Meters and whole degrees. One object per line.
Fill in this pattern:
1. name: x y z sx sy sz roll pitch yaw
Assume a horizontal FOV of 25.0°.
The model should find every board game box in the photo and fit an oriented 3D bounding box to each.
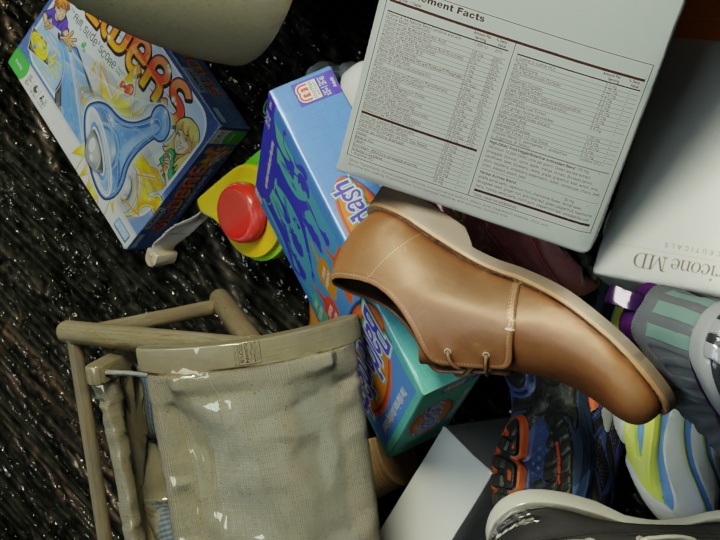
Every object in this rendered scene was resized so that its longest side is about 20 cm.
1. board game box: 0.000 0.000 0.977 0.201 0.045 0.152 62 165 15
2. board game box: -0.179 -0.134 1.231 0.135 0.034 0.200 -49 64 28

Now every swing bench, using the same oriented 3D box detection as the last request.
1. swing bench: -0.084 0.126 0.995 0.200 0.129 0.200 10 110 61

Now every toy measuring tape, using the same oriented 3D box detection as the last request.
1. toy measuring tape: -0.086 -0.026 1.148 0.200 0.073 0.074 -35 71 44

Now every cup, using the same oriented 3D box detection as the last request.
1. cup: -0.134 -0.229 0.979 0.200 0.143 0.201 -3 86 63

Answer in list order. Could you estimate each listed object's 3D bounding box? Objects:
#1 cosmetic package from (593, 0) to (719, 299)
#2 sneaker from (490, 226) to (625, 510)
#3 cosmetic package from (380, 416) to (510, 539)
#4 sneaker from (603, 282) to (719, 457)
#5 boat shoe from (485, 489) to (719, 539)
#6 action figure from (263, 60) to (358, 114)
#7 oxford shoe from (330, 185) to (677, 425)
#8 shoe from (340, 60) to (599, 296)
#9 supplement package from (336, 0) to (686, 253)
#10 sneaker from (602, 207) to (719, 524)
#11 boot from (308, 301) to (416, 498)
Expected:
1. cosmetic package: 0.208 -0.073 0.871 0.101 0.071 0.201 11 78 35
2. sneaker: 0.127 0.070 0.982 0.075 0.078 0.201 -1 74 42
3. cosmetic package: 0.043 0.187 1.041 0.051 0.082 0.200 42 115 28
4. sneaker: 0.199 0.065 0.866 0.087 0.200 0.075 24 70 41
5. boat shoe: 0.168 0.169 0.893 0.199 0.060 0.074 13 117 -6
6. action figure: 0.012 -0.103 1.076 0.199 0.055 0.119 8 99 41
7. oxford shoe: 0.071 0.034 0.849 0.200 0.071 0.071 30 73 25
8. shoe: 0.066 -0.054 0.968 0.091 0.071 0.201 -31 72 22
9. supplement package: 0.096 -0.158 0.865 0.146 0.192 0.201 18 126 3
10. sneaker: 0.199 0.046 0.921 0.105 0.076 0.201 -14 82 36
11. boot: -0.040 0.074 1.112 0.144 0.071 0.202 -24 73 42
